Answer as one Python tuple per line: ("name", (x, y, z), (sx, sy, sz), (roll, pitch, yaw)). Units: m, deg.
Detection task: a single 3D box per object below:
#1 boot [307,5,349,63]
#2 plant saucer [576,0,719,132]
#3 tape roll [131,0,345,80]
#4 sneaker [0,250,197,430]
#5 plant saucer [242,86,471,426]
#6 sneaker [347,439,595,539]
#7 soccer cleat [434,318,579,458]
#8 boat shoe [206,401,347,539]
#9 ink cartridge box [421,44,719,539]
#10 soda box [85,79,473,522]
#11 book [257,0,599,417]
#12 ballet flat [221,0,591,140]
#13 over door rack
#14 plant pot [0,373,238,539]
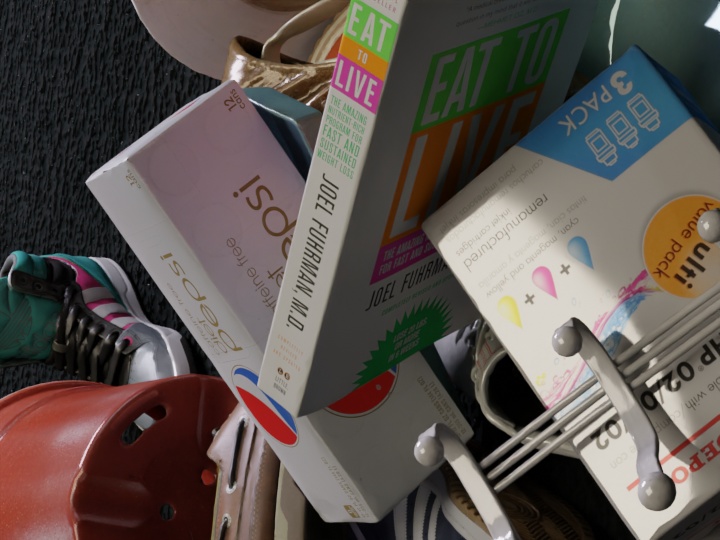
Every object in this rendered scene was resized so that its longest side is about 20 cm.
("boot", (0.027, -0.101, 0.950), (0.108, 0.074, 0.201), (-108, 37, -50))
("plant saucer", (0.150, -0.106, 0.818), (0.199, 0.036, 0.202), (-9, 79, 57))
("tape roll", (-0.035, -0.196, 0.963), (0.203, 0.201, 0.071), (-61, 40, 32))
("sneaker", (-0.193, 0.046, 1.242), (0.200, 0.120, 0.084), (43, 121, 49))
("plant saucer", (0.000, 0.000, 0.886), (0.070, 0.019, 0.201), (31, 151, 56))
("sneaker", (0.043, 0.148, 0.918), (0.200, 0.069, 0.110), (34, 110, 60))
("soccer cleat", (0.077, 0.043, 0.866), (0.200, 0.084, 0.069), (28, 110, 54))
("boat shoe", (-0.046, 0.089, 0.938), (0.067, 0.072, 0.202), (-11, 54, 22))
("ink cartridge box", (0.129, 0.028, 0.727), (0.115, 0.068, 0.201), (-40, 69, 14))
("soda box", (-0.037, 0.018, 0.859), (0.201, 0.068, 0.064), (56, 155, -9))
("book", (0.026, -0.048, 0.766), (0.048, 0.133, 0.201), (34, 129, 25))
("ballet flat", (0.014, -0.099, 0.879), (0.198, 0.068, 0.073), (-5, 90, 33))
("over door rack", (0.124, 0.098, 0.647), (0.147, 0.067, 0.201), (-38, 74, 15))
("plant pot", (-0.124, 0.147, 1.039), (0.195, 0.199, 0.203), (-23, 68, 59))
